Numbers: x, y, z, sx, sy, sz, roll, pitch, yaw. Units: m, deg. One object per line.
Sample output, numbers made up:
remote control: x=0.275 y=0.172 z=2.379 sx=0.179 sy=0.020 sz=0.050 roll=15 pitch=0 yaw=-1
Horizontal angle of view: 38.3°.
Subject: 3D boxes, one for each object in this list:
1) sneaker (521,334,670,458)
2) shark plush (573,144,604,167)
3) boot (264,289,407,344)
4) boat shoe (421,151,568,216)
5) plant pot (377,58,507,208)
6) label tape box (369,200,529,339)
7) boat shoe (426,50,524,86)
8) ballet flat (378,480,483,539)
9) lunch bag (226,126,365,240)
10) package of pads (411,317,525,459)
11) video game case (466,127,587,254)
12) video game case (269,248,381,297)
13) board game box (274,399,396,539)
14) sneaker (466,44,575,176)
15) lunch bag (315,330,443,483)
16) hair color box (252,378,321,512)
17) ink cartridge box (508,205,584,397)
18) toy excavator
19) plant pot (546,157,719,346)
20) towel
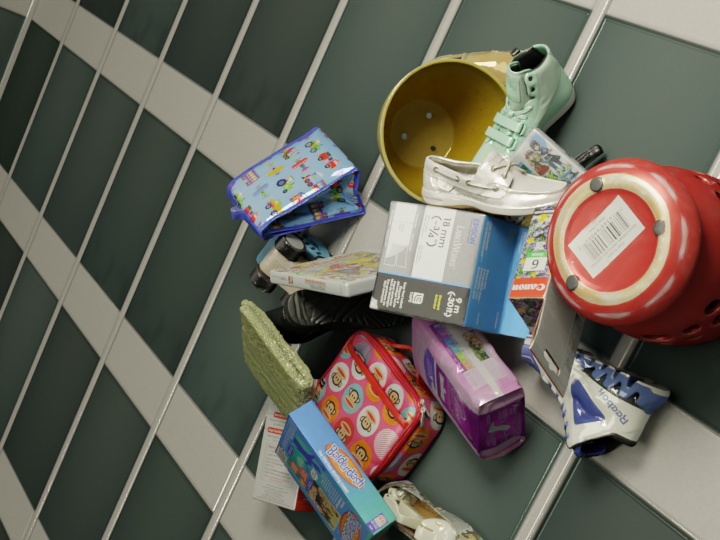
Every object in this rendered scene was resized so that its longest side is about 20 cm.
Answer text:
sneaker: x=0.261 y=0.157 z=1.238 sx=0.199 sy=0.080 sz=0.116 roll=25 pitch=95 yaw=48
shark plush: x=0.228 y=-0.111 z=1.374 sx=0.200 sy=0.091 sz=0.083 roll=-52 pitch=4 yaw=33
boot: x=-0.041 y=0.063 z=1.576 sx=0.168 sy=0.199 sz=0.077 roll=150 pitch=115 yaw=-69
boat shoe: x=0.165 y=-0.112 z=1.287 sx=0.199 sy=0.071 sz=0.070 roll=6 pitch=113 yaw=27
plant pot: x=0.107 y=-0.193 z=1.471 sx=0.142 sy=0.199 sz=0.201 roll=-153 pitch=81 yaw=-75
label tape box: x=0.124 y=-0.003 z=1.316 sx=0.199 sy=0.063 sz=0.145 roll=10 pitch=87 yaw=26
boat shoe: x=0.171 y=-0.284 z=1.490 sx=0.199 sy=0.076 sz=0.072 roll=3 pitch=80 yaw=49
ballet flat: x=0.085 y=0.344 z=1.386 sx=0.200 sy=0.072 sz=0.072 roll=29 pitch=100 yaw=49
lunch bag: x=-0.116 y=-0.128 z=1.668 sx=0.151 sy=0.199 sz=0.094 roll=50 pitch=158 yaw=45
package of pads: x=0.137 y=0.138 z=1.356 sx=0.200 sy=0.075 sz=0.121 roll=-125 pitch=19 yaw=-44
video game case: x=0.228 y=-0.047 z=1.323 sx=0.182 sy=0.022 sz=0.200 roll=44 pitch=115 yaw=14
video game case: x=0.000 y=0.000 z=1.503 sx=0.182 sy=0.199 sz=0.023 roll=9 pitch=107 yaw=50
board game box: x=-0.039 y=0.298 z=1.452 sx=0.200 sy=0.045 sz=0.152 roll=53 pitch=153 yaw=17
sneaker: x=0.191 y=-0.205 z=1.357 sx=0.201 sy=0.118 sz=0.074 roll=-50 pitch=47 yaw=-8
lunch bag: x=0.032 y=0.187 z=1.496 sx=0.177 sy=0.082 sz=0.200 roll=-54 pitch=45 yaw=16
hair color box: x=-0.098 y=0.267 z=1.624 sx=0.111 sy=0.064 sz=0.201 roll=2 pitch=80 yaw=48
ink cartridge box: x=0.219 y=0.034 z=1.205 sx=0.050 sy=0.109 sz=0.201 roll=-2 pitch=52 yaw=35
toy excavator: x=-0.114 y=-0.039 z=1.725 sx=0.194 sy=0.200 sz=0.100 roll=40 pitch=114 yaw=0
plant pot: x=0.319 y=-0.019 z=1.137 sx=0.200 sy=0.182 sz=0.202 roll=-5 pitch=82 yaw=41
towel: x=-0.123 y=0.146 z=1.555 sx=0.200 sy=0.036 sz=0.149 roll=47 pitch=152 yaw=37
